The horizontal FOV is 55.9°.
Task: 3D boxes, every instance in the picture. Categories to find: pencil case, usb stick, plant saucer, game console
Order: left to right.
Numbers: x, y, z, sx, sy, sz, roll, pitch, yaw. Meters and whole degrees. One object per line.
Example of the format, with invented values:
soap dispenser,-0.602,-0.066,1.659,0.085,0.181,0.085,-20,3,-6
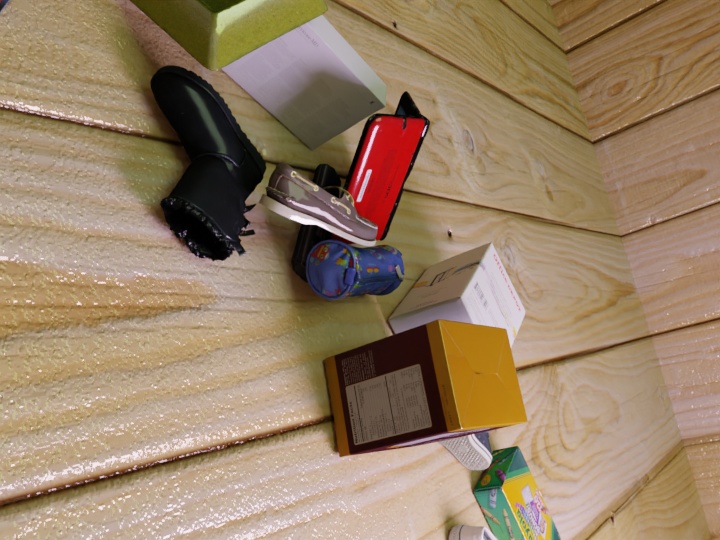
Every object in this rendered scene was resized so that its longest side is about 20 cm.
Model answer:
plant saucer,-0.169,-0.357,0.831,0.199,0.048,0.199,42,59,17
usb stick,-0.063,-0.074,0.996,0.056,0.032,0.203,52,37,-41
pencil case,0.000,0.000,0.972,0.199,0.085,0.080,1,101,-65
game console,0.013,-0.158,1.015,0.170,0.203,0.118,-9,40,-43

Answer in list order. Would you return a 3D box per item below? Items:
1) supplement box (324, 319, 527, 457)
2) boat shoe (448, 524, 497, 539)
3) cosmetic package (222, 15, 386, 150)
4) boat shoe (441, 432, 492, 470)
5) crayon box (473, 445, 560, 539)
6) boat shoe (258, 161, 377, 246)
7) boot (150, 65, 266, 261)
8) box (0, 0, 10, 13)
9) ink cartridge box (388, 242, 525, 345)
supplement box,0.091,0.166,0.940,0.195,0.197,0.136,12,62,-51
boat shoe,0.214,0.476,1.074,0.201,0.066,0.074,50,39,-27
cosmetic package,-0.078,-0.279,0.974,0.199,0.149,0.053,38,45,-38
boat shoe,0.161,0.251,1.112,0.201,0.073,0.063,53,35,-34
crayon box,0.279,0.432,1.194,0.119,0.057,0.203,-39,106,-55
boat shoe,-0.042,-0.083,0.891,0.198,0.071,0.061,18,97,-43
boot,-0.193,-0.121,0.804,0.199,0.072,0.165,50,38,-33
box,-0.412,-0.335,0.632,0.200,0.039,0.139,42,42,-35
ink cartridge box,0.168,0.077,1.143,0.149,0.143,0.200,61,35,-12
